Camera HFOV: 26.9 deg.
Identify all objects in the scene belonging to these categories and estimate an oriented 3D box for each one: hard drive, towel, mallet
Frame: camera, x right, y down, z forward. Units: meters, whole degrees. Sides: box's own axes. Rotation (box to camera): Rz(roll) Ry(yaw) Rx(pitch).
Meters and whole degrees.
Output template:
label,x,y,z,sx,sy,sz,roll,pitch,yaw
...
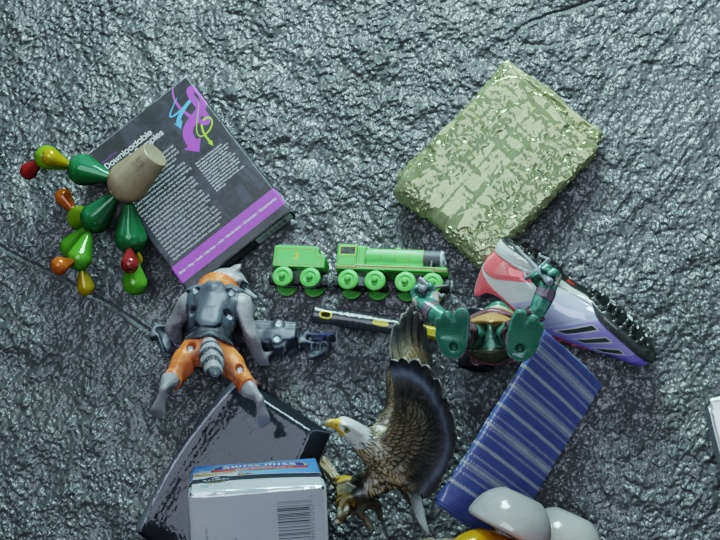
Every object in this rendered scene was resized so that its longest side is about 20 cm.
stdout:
label,x,y,z,sx,sy,sz,roll,pitch,yaw
hard drive,-0.137,0.220,1.570,0.135,0.042,0.200,32,84,13
towel,0.157,0.168,1.494,0.024,0.145,0.200,27,82,40
mallet,0.050,0.051,1.575,0.200,0.041,0.066,16,78,8
towel,0.147,-0.112,1.602,0.148,0.036,0.200,42,86,13

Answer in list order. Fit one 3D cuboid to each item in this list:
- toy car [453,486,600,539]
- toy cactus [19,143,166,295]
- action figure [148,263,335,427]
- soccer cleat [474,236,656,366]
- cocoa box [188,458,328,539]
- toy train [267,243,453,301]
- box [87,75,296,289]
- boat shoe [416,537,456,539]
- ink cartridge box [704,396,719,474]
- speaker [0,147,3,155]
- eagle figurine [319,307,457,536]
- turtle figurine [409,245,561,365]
label,x,y,z,sx,sy,sz,roll,pitch,yaw
toy car,0.167,0.314,1.424,0.150,0.200,0.175,20,85,49
toy cactus,-0.278,-0.074,1.604,0.165,0.102,0.200,-43,67,23
action figure,-0.126,0.069,1.555,0.200,0.105,0.194,-3,45,-1
soccer cleat,0.211,0.046,1.550,0.200,0.068,0.073,35,107,6
cocoa box,-0.097,0.295,1.469,0.133,0.131,0.200,-3,95,-4
toy train,0.000,0.000,1.599,0.200,0.042,0.056,2,68,9
box,-0.186,-0.094,1.647,0.143,0.036,0.200,-38,77,0
boat shoe,0.060,0.292,1.473,0.065,0.200,0.072,22,110,45
ink cartridge box,0.451,0.177,1.472,0.200,0.084,0.146,-12,77,6
speaker,-0.498,-0.100,1.671,0.200,0.081,0.081,-39,76,-2
eagle figurine,0.035,0.159,1.482,0.152,0.151,0.200,43,106,28
turtle figurine,0.129,0.044,1.466,0.150,0.200,0.101,-16,98,9
